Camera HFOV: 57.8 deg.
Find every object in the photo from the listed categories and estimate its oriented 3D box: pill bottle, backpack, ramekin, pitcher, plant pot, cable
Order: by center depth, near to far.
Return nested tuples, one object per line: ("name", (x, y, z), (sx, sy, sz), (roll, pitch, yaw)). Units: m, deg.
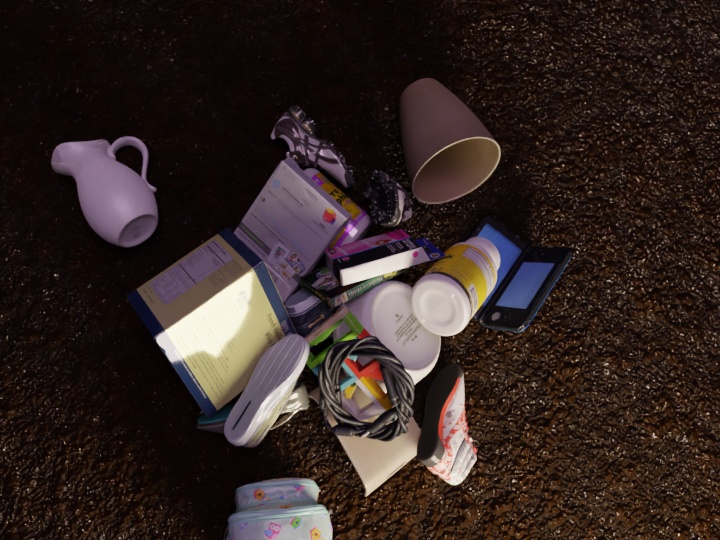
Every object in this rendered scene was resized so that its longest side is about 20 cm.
("backpack", (-0.127, 0.406, 1.013), (0.170, 0.200, 0.158), (-1, 73, -9))
("cable", (0.010, 0.195, 1.042), (0.159, 0.205, 0.051), (16, 30, 14))
("ramekin", (0.054, 0.113, 1.148), (0.198, 0.094, 0.208), (17, 58, -29))
("pill bottle", (0.178, 0.019, 1.157), (0.111, 0.112, 0.199), (45, 42, 4))
("pitcher", (-0.429, -0.153, 1.171), (0.170, 0.122, 0.201), (-30, 70, -32))
("pill bottle", (-0.080, -0.118, 1.222), (0.199, 0.104, 0.105), (40, 71, 3))
("plant pot", (0.153, -0.272, 1.285), (0.182, 0.189, 0.204), (-13, 62, -14))

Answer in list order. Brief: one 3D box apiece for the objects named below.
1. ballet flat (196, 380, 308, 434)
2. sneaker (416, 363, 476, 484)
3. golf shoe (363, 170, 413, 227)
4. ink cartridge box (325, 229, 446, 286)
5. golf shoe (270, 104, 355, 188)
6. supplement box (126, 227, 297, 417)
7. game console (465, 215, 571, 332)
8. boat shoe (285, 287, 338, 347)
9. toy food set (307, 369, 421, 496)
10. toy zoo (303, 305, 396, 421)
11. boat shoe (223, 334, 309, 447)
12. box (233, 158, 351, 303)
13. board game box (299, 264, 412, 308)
("ballet flat", (-0.181, 0.251, 1.119), (0.195, 0.067, 0.065), (-20, 102, -8))
("sneaker", (0.168, 0.280, 1.181), (0.108, 0.066, 0.204), (43, 48, -25))
("golf shoe", (0.066, -0.124, 1.209), (0.093, 0.201, 0.078), (31, 110, -19))
("ink cartridge box", (0.042, -0.029, 1.137), (0.195, 0.095, 0.038), (-14, 116, -15))
("golf shoe", (-0.093, -0.222, 1.276), (0.094, 0.078, 0.201), (-42, 83, -1))
("supplement box", (-0.233, 0.083, 1.069), (0.198, 0.203, 0.134), (-36, 43, -18))
("game console", (0.275, -0.001, 1.253), (0.119, 0.169, 0.201), (46, 70, -23))
("boat shoe", (-0.052, 0.055, 1.204), (0.199, 0.070, 0.093), (-35, 116, -34))
("toy food set", (0.011, 0.270, 1.160), (0.142, 0.060, 0.203), (-28, 82, -28))
("toy zoo", (-0.005, 0.169, 1.077), (0.201, 0.130, 0.021), (48, 33, -7))
("boat shoe", (-0.147, 0.196, 1.064), (0.071, 0.062, 0.202), (33, 83, 34))
("box", (-0.132, -0.070, 1.172), (0.155, 0.041, 0.201), (40, 112, 4))
("board game box", (0.000, 0.000, 1.153), (0.197, 0.104, 0.024), (-25, 121, -29))
